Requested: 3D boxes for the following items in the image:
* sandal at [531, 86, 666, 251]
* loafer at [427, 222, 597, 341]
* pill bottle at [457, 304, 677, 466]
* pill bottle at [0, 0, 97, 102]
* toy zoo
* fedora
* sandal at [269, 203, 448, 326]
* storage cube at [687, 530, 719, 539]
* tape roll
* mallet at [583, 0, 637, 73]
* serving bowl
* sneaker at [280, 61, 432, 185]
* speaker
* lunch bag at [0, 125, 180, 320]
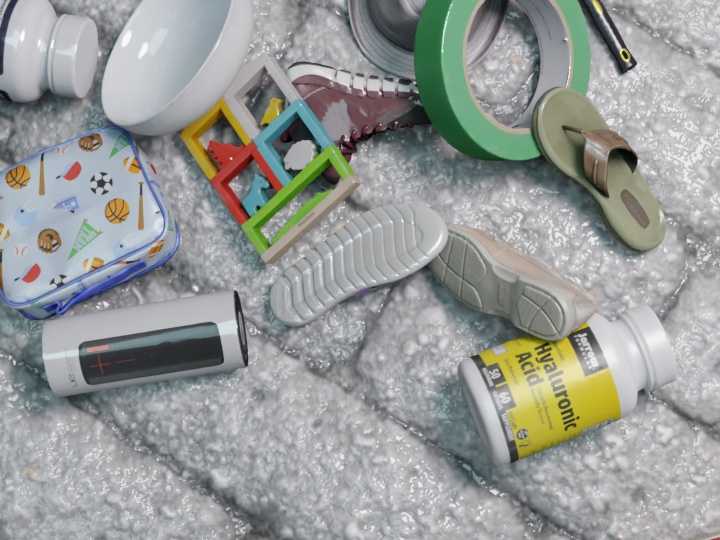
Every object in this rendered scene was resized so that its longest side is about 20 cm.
[{"bbox_3d":[0.252,-0.108,1.214,0.201,0.057,0.080,47,69,-13],"label":"sandal"},{"bbox_3d":[0.146,0.008,1.201,0.199,0.062,0.073,33,126,38],"label":"loafer"},{"bbox_3d":[0.204,0.107,1.187,0.198,0.111,0.113,-21,83,-3],"label":"pill bottle"},{"bbox_3d":[-0.377,-0.234,1.235,0.197,0.111,0.113,11,83,1],"label":"pill bottle"},{"bbox_3d":[-0.102,-0.127,1.233,0.131,0.020,0.201,-40,75,18],"label":"toy zoo"},{"bbox_3d":[0.073,-0.307,1.250,0.174,0.090,0.203,16,83,3],"label":"fedora"},{"bbox_3d":[-0.002,-0.007,1.237,0.201,0.050,0.083,-25,67,10],"label":"sandal"},{"bbox_3d":[0.386,0.326,1.119,0.169,0.200,0.182,-15,76,-1],"label":"storage cube"},{"bbox_3d":[0.145,-0.212,1.205,0.198,0.048,0.204,-3,96,-35],"label":"tape roll"},{"bbox_3d":[0.246,-0.308,1.280,0.066,0.041,0.201,-36,89,-6],"label":"mallet"},{"bbox_3d":[-0.175,-0.218,1.217,0.066,0.199,0.202,33,82,-40],"label":"serving bowl"},{"bbox_3d":[0.008,-0.141,1.246,0.197,0.076,0.117,12,89,12],"label":"sneaker"},{"bbox_3d":[-0.216,0.073,1.211,0.197,0.081,0.082,-8,83,-1],"label":"speaker"},{"bbox_3d":[-0.292,-0.043,1.220,0.198,0.076,0.162,-26,76,-3],"label":"lunch bag"}]
